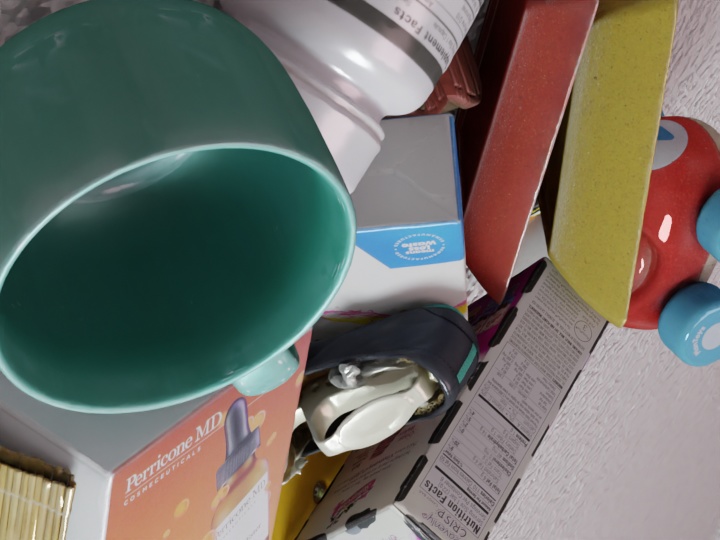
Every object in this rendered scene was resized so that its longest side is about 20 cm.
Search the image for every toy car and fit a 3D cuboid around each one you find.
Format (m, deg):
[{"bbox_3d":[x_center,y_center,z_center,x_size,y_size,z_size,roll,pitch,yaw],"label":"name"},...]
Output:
[{"bbox_3d":[0.176,-0.031,1.261,0.199,0.184,0.177,-5,125,-30],"label":"toy car"}]

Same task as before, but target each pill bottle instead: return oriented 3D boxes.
[{"bbox_3d":[0.004,-0.145,0.774,0.201,0.114,0.114,-60,157,-3],"label":"pill bottle"}]

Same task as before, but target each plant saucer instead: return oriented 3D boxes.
[{"bbox_3d":[0.091,-0.114,0.998,0.200,0.037,0.201,-86,-171,-60],"label":"plant saucer"},{"bbox_3d":[0.141,-0.094,0.997,0.200,0.048,0.201,-84,180,-69],"label":"plant saucer"}]

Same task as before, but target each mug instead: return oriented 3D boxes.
[{"bbox_3d":[-0.093,-0.024,0.675,0.151,0.115,0.185,-10,142,-23],"label":"mug"}]

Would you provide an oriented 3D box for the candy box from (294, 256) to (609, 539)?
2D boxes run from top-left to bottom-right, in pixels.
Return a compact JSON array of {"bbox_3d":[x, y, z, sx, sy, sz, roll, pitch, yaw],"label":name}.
[{"bbox_3d":[0.052,0.099,0.972,0.200,0.061,0.136,-54,-170,-35],"label":"candy box"}]

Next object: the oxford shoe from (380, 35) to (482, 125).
[{"bbox_3d":[0.017,-0.112,0.926,0.071,0.074,0.200,69,21,-3],"label":"oxford shoe"}]

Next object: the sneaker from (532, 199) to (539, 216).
[{"bbox_3d":[0.144,-0.118,1.124,0.085,0.074,0.201,-57,169,-72],"label":"sneaker"}]

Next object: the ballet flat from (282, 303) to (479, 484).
[{"bbox_3d":[-0.030,0.075,0.882,0.073,0.199,0.073,50,28,-41],"label":"ballet flat"}]

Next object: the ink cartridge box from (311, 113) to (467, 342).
[{"bbox_3d":[0.000,0.000,0.904,0.200,0.116,0.068,79,6,-61],"label":"ink cartridge box"}]

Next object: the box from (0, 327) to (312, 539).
[{"bbox_3d":[-0.121,0.111,0.813,0.152,0.106,0.201,-36,147,-46],"label":"box"}]

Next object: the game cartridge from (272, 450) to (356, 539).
[{"bbox_3d":[-0.004,0.153,1.038,0.200,0.032,0.177,34,63,-44],"label":"game cartridge"}]

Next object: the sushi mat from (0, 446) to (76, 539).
[{"bbox_3d":[-0.182,0.156,0.748,0.012,0.095,0.201,-47,156,-58],"label":"sushi mat"}]
